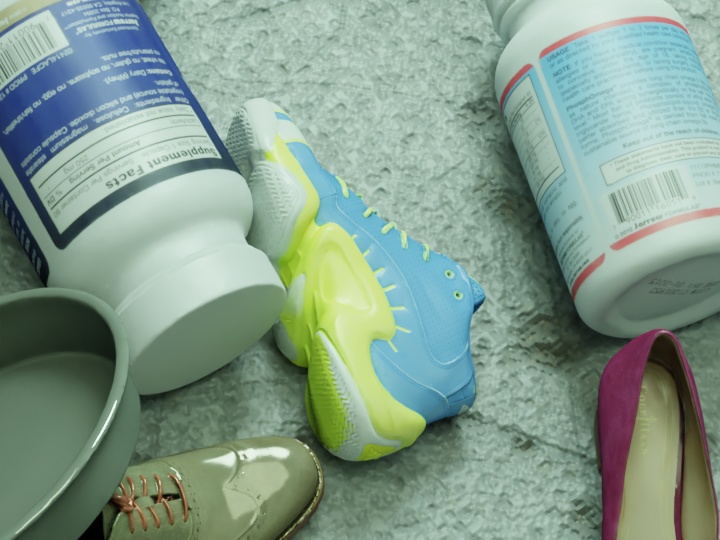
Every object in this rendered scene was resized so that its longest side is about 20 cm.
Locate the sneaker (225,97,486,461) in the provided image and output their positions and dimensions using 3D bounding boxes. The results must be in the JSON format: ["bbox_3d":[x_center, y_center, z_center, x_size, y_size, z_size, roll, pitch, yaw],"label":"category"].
[{"bbox_3d":[0.000,0.000,1.465,0.105,0.076,0.201,-11,73,-26],"label":"sneaker"}]

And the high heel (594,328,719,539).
[{"bbox_3d":[0.151,0.132,1.400,0.067,0.096,0.201,-9,65,-13],"label":"high heel"}]

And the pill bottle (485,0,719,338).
[{"bbox_3d":[0.135,-0.074,1.493,0.108,0.109,0.201,-12,66,-14],"label":"pill bottle"}]

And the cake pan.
[{"bbox_3d":[-0.186,0.092,1.342,0.200,0.037,0.201,-23,34,17],"label":"cake pan"}]

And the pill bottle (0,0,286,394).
[{"bbox_3d":[-0.125,-0.045,1.436,0.115,0.116,0.200,-24,70,-19],"label":"pill bottle"}]

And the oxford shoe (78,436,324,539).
[{"bbox_3d":[-0.105,0.126,1.376,0.199,0.075,0.071,-23,69,-18],"label":"oxford shoe"}]
